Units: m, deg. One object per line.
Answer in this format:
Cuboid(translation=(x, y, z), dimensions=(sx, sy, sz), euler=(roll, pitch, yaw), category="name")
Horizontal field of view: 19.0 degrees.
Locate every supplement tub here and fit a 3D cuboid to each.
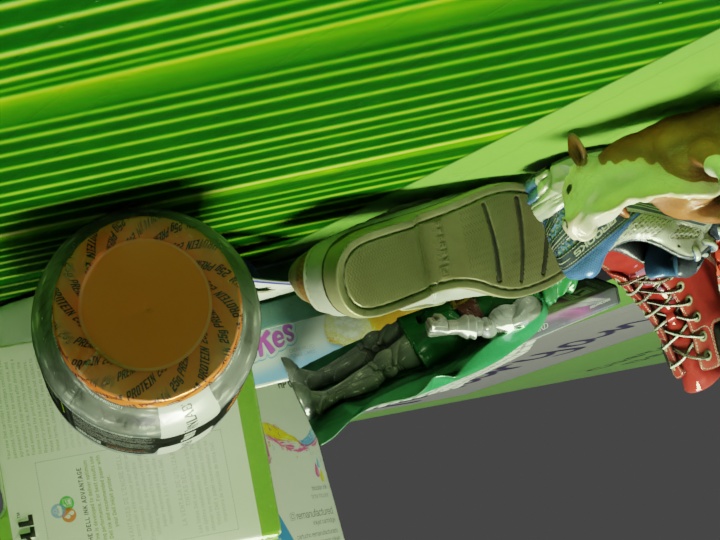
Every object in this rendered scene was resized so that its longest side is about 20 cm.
Cuboid(translation=(-0.118, 0.035, 1.178), dimensions=(0.122, 0.123, 0.200), euler=(-12, 173, -8), category="supplement tub")

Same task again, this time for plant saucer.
Cuboid(translation=(0.000, 0.000, 1.411), dimensions=(0.199, 0.019, 0.070), euler=(-15, -154, 3), category="plant saucer")

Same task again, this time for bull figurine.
Cuboid(translation=(0.212, -0.058, 1.215), dimensions=(0.199, 0.065, 0.121), euler=(-18, -153, -19), category="bull figurine")

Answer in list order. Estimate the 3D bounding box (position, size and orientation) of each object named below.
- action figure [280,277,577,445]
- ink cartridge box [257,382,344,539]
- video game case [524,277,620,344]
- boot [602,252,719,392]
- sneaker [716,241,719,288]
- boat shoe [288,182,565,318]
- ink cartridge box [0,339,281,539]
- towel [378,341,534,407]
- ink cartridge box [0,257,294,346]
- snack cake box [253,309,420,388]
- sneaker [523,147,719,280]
Cuboid(translation=(0.049, 0.039, 1.387), dimensions=(0.200, 0.055, 0.118), euler=(-25, -155, -4), category="action figure")
Cuboid(translation=(-0.103, 0.137, 1.662), dimensions=(0.084, 0.201, 0.144), euler=(-21, 170, 28), category="ink cartridge box")
Cuboid(translation=(0.072, 0.039, 1.591), dimensions=(0.200, 0.019, 0.143), euler=(-21, -161, -20), category="video game case")
Cuboid(translation=(0.207, 0.014, 1.499), dimensions=(0.072, 0.145, 0.200), euler=(-16, 171, 31), category="boot")
Cuboid(translation=(0.307, -0.026, 1.672), dimensions=(0.201, 0.067, 0.108), euler=(-12, 172, -36), category="sneaker")
Cuboid(translation=(0.047, -0.014, 1.329), dimensions=(0.200, 0.075, 0.068), euler=(-8, -173, -35), category="boat shoe")
Cuboid(translation=(-0.162, 0.110, 1.312), dimensions=(0.199, 0.148, 0.076), euler=(-9, 172, -12), category="ink cartridge box")
Cuboid(translation=(0.036, 0.056, 1.755), dimensions=(0.165, 0.086, 0.200), euler=(-12, 171, -18), category="towel")
Cuboid(translation=(-0.137, 0.019, 1.358), dimensions=(0.199, 0.037, 0.095), euler=(-14, 172, 24), category="ink cartridge box")
Cuboid(translation=(-0.028, 0.036, 1.495), dimensions=(0.199, 0.067, 0.115), euler=(-14, -179, 3), category="snack cake box")
Cuboid(translation=(0.199, -0.036, 1.337), dimensions=(0.199, 0.085, 0.077), euler=(-11, 172, -18), category="sneaker")
